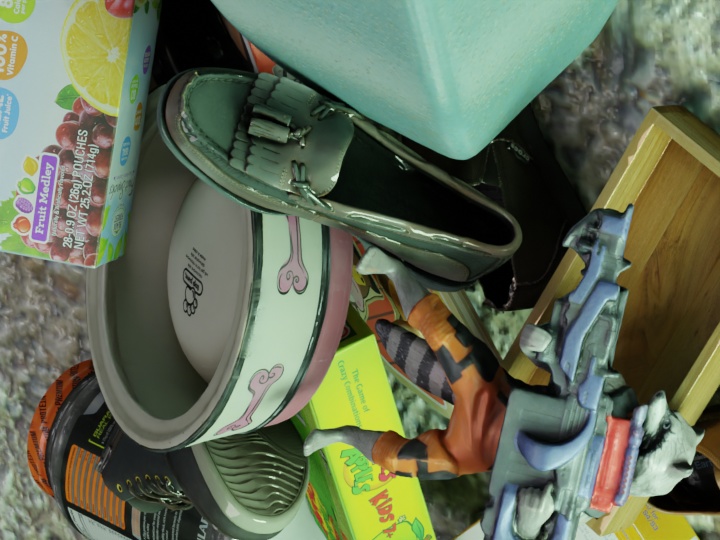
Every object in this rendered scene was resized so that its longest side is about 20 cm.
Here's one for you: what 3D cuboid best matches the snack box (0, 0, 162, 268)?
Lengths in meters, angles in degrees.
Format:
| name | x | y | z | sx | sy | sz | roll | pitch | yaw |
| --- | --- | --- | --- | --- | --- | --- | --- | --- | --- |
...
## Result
| name | x | y | z | sx | sy | sz | roll | pitch | yaw |
| --- | --- | --- | --- | --- | --- | --- | --- | --- | --- |
| snack box | -0.199 | -0.116 | 1.557 | 0.167 | 0.068 | 0.202 | 11 | 98 | 9 |

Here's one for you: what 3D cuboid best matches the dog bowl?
| name | x | y | z | sx | sy | sz | roll | pitch | yaw |
| --- | --- | --- | --- | --- | --- | --- | --- | --- | --- |
| dog bowl | -0.075 | -0.001 | 1.565 | 0.200 | 0.073 | 0.202 | -11 | 77 | 58 |

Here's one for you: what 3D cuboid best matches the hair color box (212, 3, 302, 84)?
| name | x | y | z | sx | sy | sz | roll | pitch | yaw |
| --- | --- | --- | --- | --- | --- | --- | --- | --- | --- |
| hair color box | -0.063 | -0.200 | 1.541 | 0.102 | 0.061 | 0.201 | -121 | 9 | -52 |

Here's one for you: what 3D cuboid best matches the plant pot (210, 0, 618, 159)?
| name | x | y | z | sx | sy | sz | roll | pitch | yaw |
| --- | --- | --- | --- | --- | --- | --- | --- | --- | --- |
| plant pot | 0.031 | -0.174 | 1.425 | 0.195 | 0.196 | 0.201 | 27 | 149 | 35 |

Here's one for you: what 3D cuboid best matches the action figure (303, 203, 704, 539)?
| name | x | y | z | sx | sy | sz | roll | pitch | yaw |
| --- | --- | --- | --- | --- | --- | --- | --- | --- | --- |
| action figure | 0.085 | 0.050 | 1.452 | 0.192 | 0.105 | 0.201 | 23 | 100 | 14 |

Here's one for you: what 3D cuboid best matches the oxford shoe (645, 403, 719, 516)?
| name | x | y | z | sx | sy | sz | roll | pitch | yaw |
| --- | --- | --- | --- | --- | --- | --- | --- | --- | --- |
| oxford shoe | 0.221 | 0.094 | 1.468 | 0.200 | 0.071 | 0.072 | -26 | 91 | 50 |

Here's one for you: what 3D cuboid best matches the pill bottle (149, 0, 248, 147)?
| name | x | y | z | sx | sy | sz | roll | pitch | yaw |
| --- | --- | --- | --- | --- | --- | --- | --- | --- | --- |
| pill bottle | -0.153 | -0.094 | 1.692 | 0.199 | 0.112 | 0.112 | -26 | 93 | 33 |

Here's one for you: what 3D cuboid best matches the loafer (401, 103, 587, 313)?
| name | x | y | z | sx | sy | sz | roll | pitch | yaw |
| --- | --- | --- | --- | --- | --- | --- | --- | --- | --- |
| loafer | 0.056 | -0.065 | 1.550 | 0.201 | 0.071 | 0.073 | 57 | 142 | 5 |

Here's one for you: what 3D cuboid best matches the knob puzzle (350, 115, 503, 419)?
| name | x | y | z | sx | sy | sz | roll | pitch | yaw |
| --- | --- | --- | --- | --- | --- | --- | --- | --- | --- |
| knob puzzle | 0.000 | 0.000 | 1.632 | 0.220 | 0.030 | 0.220 | 51 | 161 | 25 |

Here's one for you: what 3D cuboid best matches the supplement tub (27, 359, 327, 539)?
| name | x | y | z | sx | sy | sz | roll | pitch | yaw |
| --- | --- | --- | --- | --- | --- | --- | --- | --- | --- |
| supplement tub | -0.109 | 0.131 | 1.815 | 0.199 | 0.122 | 0.123 | 23 | 128 | 38 |

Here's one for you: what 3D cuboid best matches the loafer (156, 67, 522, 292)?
| name | x | y | z | sx | sy | sz | roll | pitch | yaw |
| --- | --- | --- | --- | --- | --- | --- | --- | --- | --- |
| loafer | -0.006 | -0.053 | 1.463 | 0.199 | 0.072 | 0.063 | 26 | 158 | -23 |

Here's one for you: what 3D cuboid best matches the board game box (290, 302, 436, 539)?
| name | x | y | z | sx | sy | sz | roll | pitch | yaw |
| --- | --- | --- | --- | --- | --- | --- | --- | --- | --- |
| board game box | -0.010 | 0.093 | 1.661 | 0.102 | 0.047 | 0.201 | 52 | 163 | 50 |

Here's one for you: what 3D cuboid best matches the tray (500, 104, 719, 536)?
| name | x | y | z | sx | sy | sz | roll | pitch | yaw |
| --- | --- | --- | --- | --- | --- | --- | --- | --- | --- |
| tray | 0.144 | 0.026 | 1.483 | 0.099 | 0.037 | 0.201 | 41 | 116 | 26 |

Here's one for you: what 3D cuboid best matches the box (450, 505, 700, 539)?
| name | x | y | z | sx | sy | sz | roll | pitch | yaw |
| --- | --- | --- | --- | --- | --- | --- | --- | --- | --- |
| box | 0.120 | 0.179 | 1.658 | 0.119 | 0.041 | 0.200 | 56 | 144 | 6 |

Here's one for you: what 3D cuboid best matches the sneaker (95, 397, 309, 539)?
| name | x | y | z | sx | sy | sz | roll | pitch | yaw |
| --- | --- | --- | --- | --- | --- | --- | --- | --- | --- |
| sneaker | -0.092 | 0.118 | 1.663 | 0.107 | 0.074 | 0.200 | -63 | 27 | 22 |
